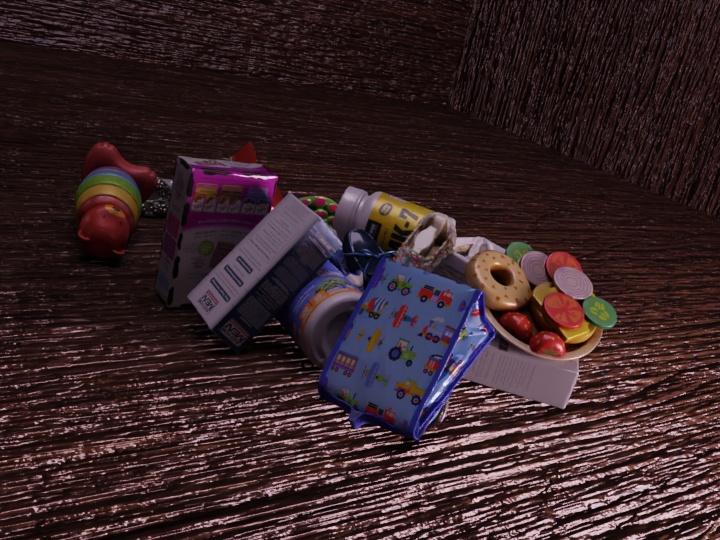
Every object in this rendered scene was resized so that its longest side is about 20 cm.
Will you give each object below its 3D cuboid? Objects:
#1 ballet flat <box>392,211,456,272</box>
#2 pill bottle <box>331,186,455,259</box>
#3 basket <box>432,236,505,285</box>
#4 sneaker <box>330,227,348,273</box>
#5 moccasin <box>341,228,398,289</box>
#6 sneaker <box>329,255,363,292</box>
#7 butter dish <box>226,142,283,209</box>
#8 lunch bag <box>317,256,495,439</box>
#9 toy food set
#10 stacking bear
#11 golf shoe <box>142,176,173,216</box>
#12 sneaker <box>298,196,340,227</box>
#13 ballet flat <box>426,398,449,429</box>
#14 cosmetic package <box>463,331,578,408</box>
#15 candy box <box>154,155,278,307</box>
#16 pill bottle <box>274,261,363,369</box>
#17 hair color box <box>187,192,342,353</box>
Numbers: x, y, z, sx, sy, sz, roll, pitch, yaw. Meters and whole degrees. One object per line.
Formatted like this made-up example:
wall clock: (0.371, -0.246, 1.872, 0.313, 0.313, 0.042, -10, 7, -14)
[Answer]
ballet flat: (0.108, -0.047, 1.239, 0.075, 0.065, 0.201, 25, 39, 8)
pill bottle: (0.057, -0.068, 1.412, 0.197, 0.116, 0.114, 20, 20, 10)
basket: (0.205, 0.040, 1.305, 0.134, 0.126, 0.199, -4, 27, -41)
sneaker: (0.000, 0.000, 1.311, 0.198, 0.078, 0.076, 29, 2, 14)
moccasin: (0.037, 0.008, 1.239, 0.079, 0.069, 0.202, -17, 60, -28)
sneaker: (-0.069, 0.005, 1.264, 0.198, 0.090, 0.075, 25, 23, 31)
butter dish: (-0.186, -0.080, 1.330, 0.147, 0.201, 0.200, 32, 13, -20)
lunch bag: (0.045, 0.103, 0.974, 0.149, 0.095, 0.201, 19, 60, 35)
toy food set: (0.254, 0.039, 1.144, 0.195, 0.049, 0.201, -15, 54, -30)
stacking bear: (-0.395, -0.093, 1.273, 0.120, 0.114, 0.201, 32, 22, -27)
golf shoe: (-0.374, -0.138, 1.497, 0.197, 0.080, 0.097, 8, 2, -35)
sneaker: (-0.045, -0.106, 1.636, 0.196, 0.078, 0.083, 9, 2, -25)
ballet flat: (0.076, 0.134, 1.042, 0.071, 0.073, 0.201, 5, 30, -25)
cosmetic package: (0.207, 0.113, 1.157, 0.196, 0.075, 0.102, 14, 34, 5)
candy box: (-0.205, -0.051, 1.148, 0.134, 0.204, 0.061, 1, 23, -37)
pill bottle: (-0.064, 0.043, 1.122, 0.110, 0.114, 0.200, 2, 23, -31)
hair color box: (-0.128, 0.001, 1.078, 0.061, 0.200, 0.100, 49, -6, -38)
